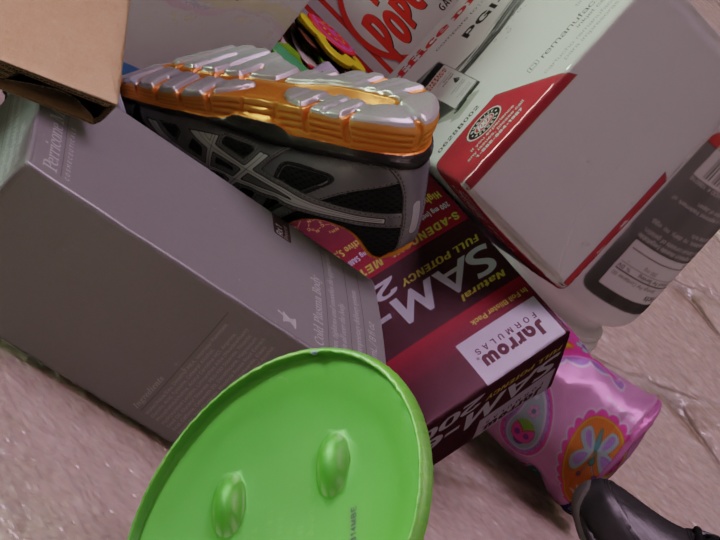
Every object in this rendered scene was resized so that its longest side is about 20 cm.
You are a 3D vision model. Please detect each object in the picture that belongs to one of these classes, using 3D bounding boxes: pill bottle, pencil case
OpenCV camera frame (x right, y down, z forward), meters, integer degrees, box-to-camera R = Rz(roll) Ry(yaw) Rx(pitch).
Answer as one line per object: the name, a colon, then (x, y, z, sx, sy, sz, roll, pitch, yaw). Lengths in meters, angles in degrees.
pill bottle: (0.157, -0.040, 1.397, 0.114, 0.200, 0.114, 36, 20, -15)
pencil case: (0.070, 0.042, 1.249, 0.200, 0.087, 0.087, 42, 20, -1)

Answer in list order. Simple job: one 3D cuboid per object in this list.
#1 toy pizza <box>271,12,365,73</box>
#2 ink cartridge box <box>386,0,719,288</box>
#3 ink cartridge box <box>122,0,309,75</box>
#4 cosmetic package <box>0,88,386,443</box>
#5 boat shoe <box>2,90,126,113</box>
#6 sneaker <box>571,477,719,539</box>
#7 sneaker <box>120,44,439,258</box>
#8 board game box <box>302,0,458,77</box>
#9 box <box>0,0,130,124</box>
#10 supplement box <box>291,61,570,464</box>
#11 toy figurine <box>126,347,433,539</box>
toy pizza: (-0.038, -0.135, 1.484, 0.200, 0.032, 0.200, 36, 21, -16)
ink cartridge box: (0.095, -0.091, 1.193, 0.083, 0.147, 0.200, 43, -1, -21)
ink cartridge box: (-0.100, -0.190, 1.235, 0.125, 0.200, 0.129, 23, 27, -41)
cosmetic package: (-0.090, 0.006, 1.018, 0.200, 0.090, 0.107, 36, 23, -24)
boat shoe: (-0.152, -0.129, 1.095, 0.066, 0.070, 0.201, -158, -128, -70)
sneaker: (0.195, 0.165, 1.168, 0.200, 0.079, 0.075, 40, 17, -7)
sneaker: (-0.047, -0.059, 1.095, 0.199, 0.078, 0.078, 18, 31, 41)
board game box: (0.057, -0.179, 1.578, 0.200, 0.152, 0.046, 45, 20, 14)
box: (-0.171, -0.172, 0.992, 0.163, 0.021, 0.201, 20, 52, -24)
supplement box: (0.000, 0.000, 1.154, 0.109, 0.061, 0.200, -32, 68, -24)
toy figurine: (0.020, 0.158, 0.877, 0.184, 0.150, 0.201, 37, 40, -39)
